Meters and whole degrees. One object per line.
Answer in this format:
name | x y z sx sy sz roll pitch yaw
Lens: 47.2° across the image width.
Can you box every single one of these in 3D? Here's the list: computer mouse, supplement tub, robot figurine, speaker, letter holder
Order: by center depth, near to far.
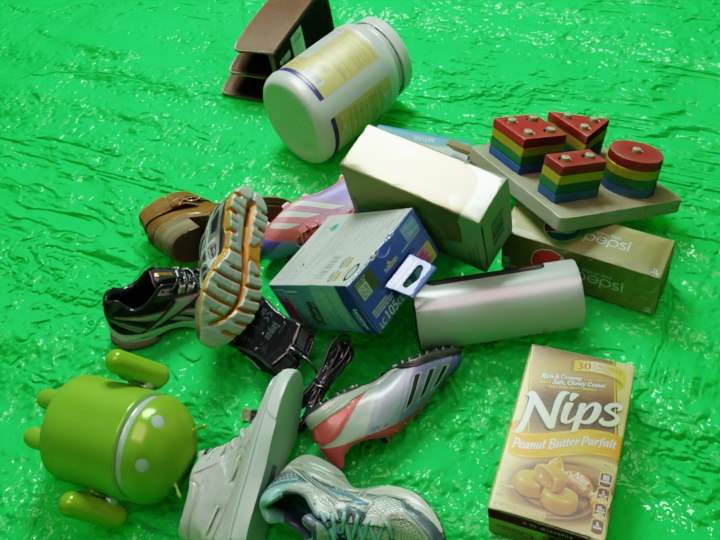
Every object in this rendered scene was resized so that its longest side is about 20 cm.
robot figurine | -0.263 0.182 0.893 0.195 0.116 0.180 10 73 20
speaker | 0.159 0.041 0.961 0.195 0.082 0.083 -9 48 4
computer mouse | -0.109 0.114 0.979 0.197 0.046 0.142 22 70 27
supplement tub | -0.032 -0.271 1.223 0.144 0.147 0.199 33 61 33
letter holder | -0.149 -0.384 1.375 0.139 0.102 0.202 12 52 22

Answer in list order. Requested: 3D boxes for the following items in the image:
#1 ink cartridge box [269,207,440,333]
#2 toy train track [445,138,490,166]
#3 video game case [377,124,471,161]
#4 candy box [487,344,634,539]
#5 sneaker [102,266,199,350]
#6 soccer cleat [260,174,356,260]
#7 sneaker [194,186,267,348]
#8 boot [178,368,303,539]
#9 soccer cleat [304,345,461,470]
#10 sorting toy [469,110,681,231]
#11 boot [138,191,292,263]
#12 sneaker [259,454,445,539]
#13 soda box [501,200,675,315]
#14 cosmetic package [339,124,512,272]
ink cartridge box | 0.000 0.000 0.972 0.198 0.077 0.137 -3 40 53
toy train track | 0.153 -0.130 1.102 0.112 0.033 0.200 22 29 15
video game case | 0.088 -0.114 1.120 0.139 0.018 0.203 9 49 -8
candy box | 0.209 0.181 0.847 0.113 0.056 0.203 11 52 19
sneaker | -0.231 0.029 1.040 0.197 0.087 0.081 -26 51 -13
soccer cleat | -0.045 -0.069 1.109 0.198 0.067 0.076 -34 56 -22
sneaker | -0.165 0.000 1.002 0.076 0.078 0.204 -16 54 42
boot | -0.129 0.194 0.872 0.093 0.074 0.204 8 64 20
soccer cleat | 0.036 0.148 0.914 0.197 0.068 0.074 -24 78 -21
sorting toy | 0.274 -0.140 1.043 0.194 0.071 0.200 -9 35 -25
boot | -0.202 -0.072 1.143 0.197 0.078 0.155 -24 30 -24
sneaker | -0.012 0.250 0.799 0.196 0.080 0.086 11 17 30
soda box | 0.272 -0.019 1.001 0.196 0.069 0.064 19 54 24
cosmetic package | 0.079 -0.088 0.989 0.197 0.106 0.072 25 66 29
